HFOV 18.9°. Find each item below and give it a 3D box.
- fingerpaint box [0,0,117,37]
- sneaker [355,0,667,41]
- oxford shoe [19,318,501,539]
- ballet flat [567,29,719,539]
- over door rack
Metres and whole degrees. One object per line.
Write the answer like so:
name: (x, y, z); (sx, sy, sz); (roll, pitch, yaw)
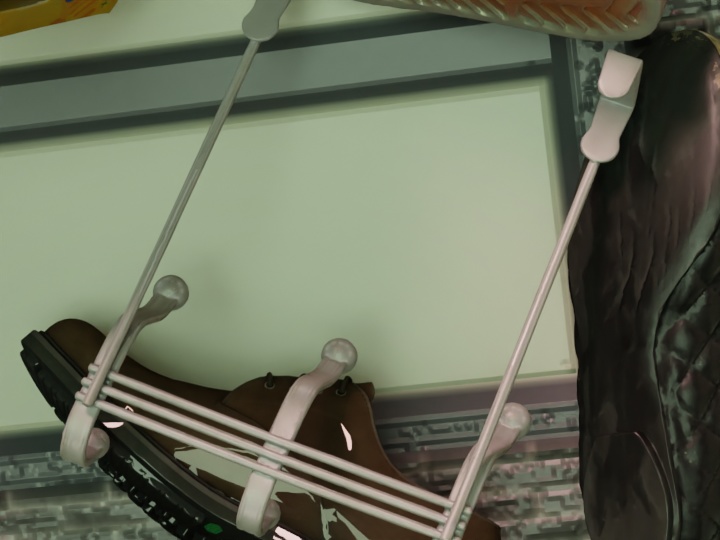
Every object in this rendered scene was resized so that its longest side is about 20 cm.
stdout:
fingerpaint box: (-0.099, -0.166, 0.683); (0.073, 0.167, 0.200); (43, 117, 11)
sneaker: (0.028, -0.142, 0.776); (0.199, 0.071, 0.080); (18, 63, 20)
oxford shoe: (-0.036, 0.068, 0.806); (0.199, 0.073, 0.085); (32, 74, 10)
ballet flat: (0.112, 0.014, 0.785); (0.066, 0.057, 0.201); (4, 90, 37)
over door rack: (0.000, 0.000, 0.762); (0.147, 0.067, 0.201); (20, 80, 9)
